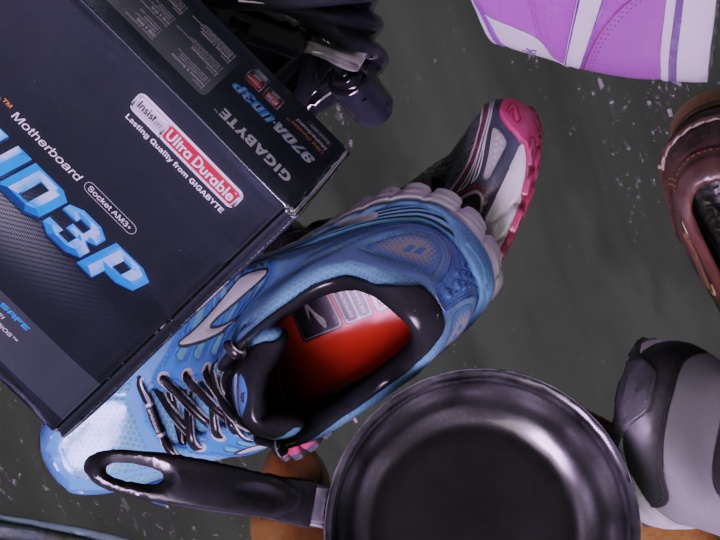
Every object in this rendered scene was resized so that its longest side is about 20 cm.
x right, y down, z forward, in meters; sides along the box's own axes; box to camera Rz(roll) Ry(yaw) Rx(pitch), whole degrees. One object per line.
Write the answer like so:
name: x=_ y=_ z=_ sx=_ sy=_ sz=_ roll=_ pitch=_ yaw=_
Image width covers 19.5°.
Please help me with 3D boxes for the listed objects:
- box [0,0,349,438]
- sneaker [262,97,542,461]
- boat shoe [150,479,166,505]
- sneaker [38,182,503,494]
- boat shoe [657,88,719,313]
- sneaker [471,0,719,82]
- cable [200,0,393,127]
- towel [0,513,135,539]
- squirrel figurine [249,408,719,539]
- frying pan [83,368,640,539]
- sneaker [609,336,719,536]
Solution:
box: x=-0.124 y=-0.057 z=0.718 sx=0.200 sy=0.046 sz=0.159 roll=45 pitch=130 yaw=-5
sneaker: x=0.000 y=0.000 z=0.857 sx=0.075 sy=0.081 sz=0.200 roll=39 pitch=121 yaw=-11
boat shoe: x=-0.130 y=0.021 z=0.869 sx=0.069 sy=0.084 sz=0.201 roll=25 pitch=142 yaw=44
sneaker: x=-0.045 y=0.033 z=0.786 sx=0.200 sy=0.090 sz=0.079 roll=-28 pitch=103 yaw=22
boat shoe: x=0.181 y=0.022 z=0.841 sx=0.070 sy=0.070 sz=0.200 roll=-32 pitch=112 yaw=22
sneaker: x=0.081 y=-0.162 z=0.749 sx=0.114 sy=0.073 sz=0.201 roll=10 pitch=122 yaw=10
cable: x=-0.089 y=-0.081 z=0.791 sx=0.199 sy=0.163 sz=0.051 roll=2 pitch=80 yaw=11
towel: x=-0.196 y=0.194 z=1.034 sx=0.199 sy=0.048 sz=0.172 roll=10 pitch=122 yaw=6
squirrel figurine: x=0.056 y=0.140 z=0.863 sx=0.186 sy=0.200 sz=0.142 roll=-17 pitch=109 yaw=18
frying pan: x=0.007 y=0.101 z=0.739 sx=0.189 sy=0.031 sz=0.115 roll=-12 pitch=84 yaw=-10
sneaker: x=0.166 y=0.081 z=0.822 sx=0.079 sy=0.074 sz=0.200 roll=-3 pitch=152 yaw=44
